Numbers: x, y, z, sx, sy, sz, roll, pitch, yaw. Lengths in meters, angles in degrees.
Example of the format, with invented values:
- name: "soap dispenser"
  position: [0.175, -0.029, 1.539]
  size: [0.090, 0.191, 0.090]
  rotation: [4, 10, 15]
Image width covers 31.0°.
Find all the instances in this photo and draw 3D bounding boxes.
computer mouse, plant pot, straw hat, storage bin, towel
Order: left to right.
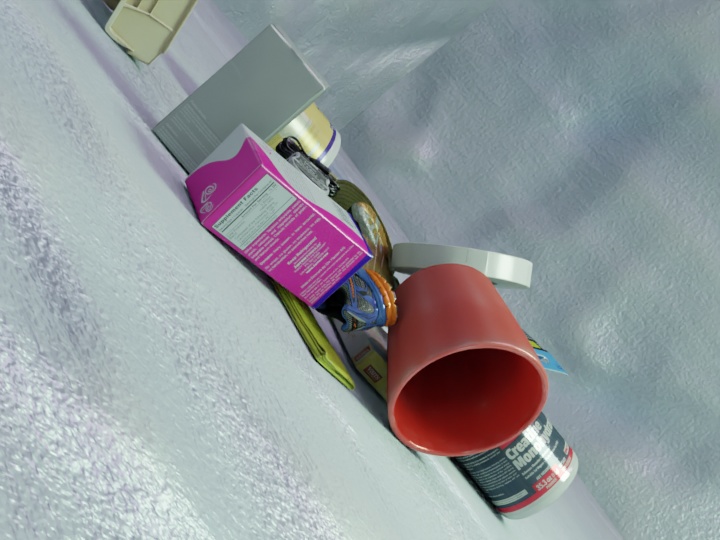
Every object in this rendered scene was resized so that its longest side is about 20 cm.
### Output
- name: "storage bin"
  position: [-0.290, -0.419, 1.855]
  size: [0.094, 0.199, 0.200]
  rotation: [29, 15, -25]
- name: "computer mouse"
  position: [-0.080, -0.127, 1.766]
  size: [0.110, 0.044, 0.200]
  rotation: [43, 11, -7]
- name: "towel"
  position: [-0.064, 0.055, 1.557]
  size: [0.086, 0.018, 0.200]
  rotation: [44, 10, -47]
- name: "straw hat"
  position: [-0.034, -0.036, 1.936]
  size: [0.201, 0.085, 0.201]
  rotation: [48, -26, 34]
- name: "plant pot"
  position: [0.116, 0.101, 1.608]
  size: [0.200, 0.200, 0.178]
  rotation: [46, 21, -39]

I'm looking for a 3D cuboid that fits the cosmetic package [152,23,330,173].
- name: "cosmetic package"
  position: [-0.144, -0.200, 1.591]
  size: [0.107, 0.200, 0.090]
  rotation: [51, 6, -5]

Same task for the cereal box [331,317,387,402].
- name: "cereal box"
  position: [0.022, 0.114, 1.742]
  size: [0.144, 0.039, 0.200]
  rotation: [49, 7, -29]

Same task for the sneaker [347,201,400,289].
- name: "sneaker"
  position: [0.000, 0.000, 1.847]
  size: [0.076, 0.087, 0.201]
  rotation: [-71, 148, -61]

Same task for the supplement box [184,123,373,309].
- name: "supplement box"
  position: [-0.095, -0.061, 1.514]
  size: [0.200, 0.103, 0.101]
  rotation: [41, 13, -36]

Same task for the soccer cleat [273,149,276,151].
- name: "soccer cleat"
  position: [-0.139, -0.112, 1.813]
  size: [0.081, 0.068, 0.200]
  rotation: [13, 29, -9]

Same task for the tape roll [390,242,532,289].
- name: "tape roll"
  position: [0.142, -0.006, 1.820]
  size: [0.202, 0.037, 0.203]
  rotation: [9, -4, 1]

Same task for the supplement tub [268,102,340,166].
- name: "supplement tub"
  position: [-0.143, -0.242, 2.113]
  size: [0.200, 0.145, 0.145]
  rotation: [49, 7, -28]

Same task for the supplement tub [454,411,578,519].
- name: "supplement tub"
  position: [0.203, 0.242, 1.854]
  size: [0.200, 0.140, 0.140]
  rotation: [51, 6, -9]

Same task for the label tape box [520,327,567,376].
- name: "label tape box"
  position: [0.175, 0.093, 1.778]
  size: [0.200, 0.066, 0.143]
  rotation: [45, 14, 27]

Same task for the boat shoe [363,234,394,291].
- name: "boat shoe"
  position: [-0.033, -0.019, 1.749]
  size: [0.200, 0.069, 0.074]
  rotation: [42, 41, -33]

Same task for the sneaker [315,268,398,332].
- name: "sneaker"
  position: [-0.039, 0.010, 1.613]
  size: [0.200, 0.078, 0.076]
  rotation: [37, -42, 41]
